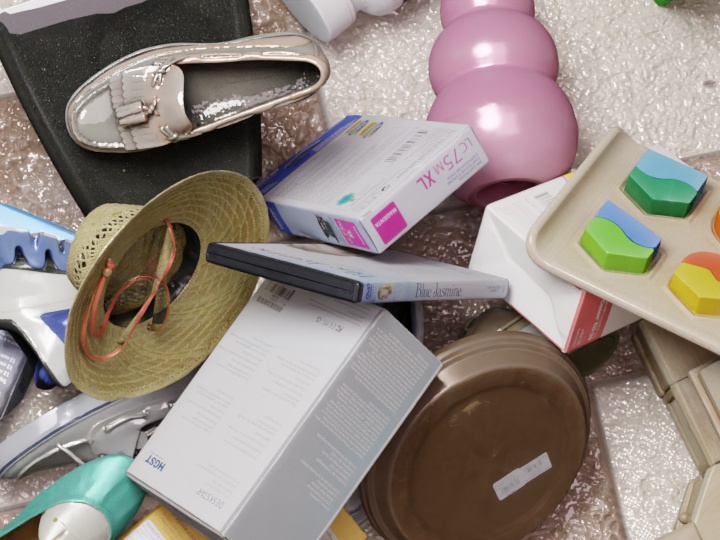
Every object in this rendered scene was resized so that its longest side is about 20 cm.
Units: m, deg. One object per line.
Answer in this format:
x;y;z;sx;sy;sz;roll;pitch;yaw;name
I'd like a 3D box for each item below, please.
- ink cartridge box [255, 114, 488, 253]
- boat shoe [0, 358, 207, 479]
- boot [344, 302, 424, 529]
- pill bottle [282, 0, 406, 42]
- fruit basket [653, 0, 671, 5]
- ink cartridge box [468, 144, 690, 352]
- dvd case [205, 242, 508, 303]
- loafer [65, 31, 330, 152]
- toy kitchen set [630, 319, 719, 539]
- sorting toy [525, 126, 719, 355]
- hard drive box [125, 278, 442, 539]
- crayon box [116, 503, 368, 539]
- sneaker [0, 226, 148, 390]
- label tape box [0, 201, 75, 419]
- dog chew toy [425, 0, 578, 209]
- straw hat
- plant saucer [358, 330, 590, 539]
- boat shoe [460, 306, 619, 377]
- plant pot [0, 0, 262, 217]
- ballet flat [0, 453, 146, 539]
0.001;-0.071;1.681;0.119;0.200;0.042;-40;115;-19;ink cartridge box
-0.187;0.132;1.683;0.201;0.075;0.087;-26;82;-18;boat shoe
0.004;0.103;1.679;0.073;0.096;0.202;12;77;0;boot
0.023;-0.281;1.760;0.200;0.111;0.111;-41;82;-10;pill bottle
0.263;-0.336;1.739;0.155;0.216;0.217;-29;80;-9;fruit basket
0.198;-0.022;1.688;0.199;0.068;0.116;-21;49;-35;ink cartridge box
0.000;0.000;1.600;0.142;0.199;0.018;15;99;35;dvd case
-0.118;-0.132;1.573;0.198;0.063;0.073;-15;104;-7;loafer
0.224;0.144;1.645;0.179;0.163;0.201;-24;79;-7;toy kitchen set
0.245;-0.023;1.620;0.199;0.037;0.185;30;43;12;sorting toy
-0.059;0.110;1.586;0.077;0.155;0.201;44;78;-33;hard drive box
-0.108;0.226;1.670;0.200;0.052;0.126;-39;81;-9;crayon box
-0.203;0.041;1.656;0.198;0.080;0.116;13;86;-19;sneaker
-0.321;0.041;1.697;0.142;0.066;0.201;22;79;2;label tape box
0.109;-0.153;1.736;0.123;0.125;0.202;-3;69;-3;dog chew toy
-0.166;-0.007;1.580;0.085;0.201;0.201;33;76;31;straw hat
0.093;0.140;1.642;0.199;0.201;0.029;-31;36;-9;plant saucer
0.107;0.070;1.693;0.199;0.075;0.069;-19;56;-31;boat shoe
-0.168;-0.132;1.687;0.198;0.199;0.179;-19;92;-6;plant pot
-0.243;0.214;1.628;0.199;0.071;0.068;-32;112;12;ballet flat
